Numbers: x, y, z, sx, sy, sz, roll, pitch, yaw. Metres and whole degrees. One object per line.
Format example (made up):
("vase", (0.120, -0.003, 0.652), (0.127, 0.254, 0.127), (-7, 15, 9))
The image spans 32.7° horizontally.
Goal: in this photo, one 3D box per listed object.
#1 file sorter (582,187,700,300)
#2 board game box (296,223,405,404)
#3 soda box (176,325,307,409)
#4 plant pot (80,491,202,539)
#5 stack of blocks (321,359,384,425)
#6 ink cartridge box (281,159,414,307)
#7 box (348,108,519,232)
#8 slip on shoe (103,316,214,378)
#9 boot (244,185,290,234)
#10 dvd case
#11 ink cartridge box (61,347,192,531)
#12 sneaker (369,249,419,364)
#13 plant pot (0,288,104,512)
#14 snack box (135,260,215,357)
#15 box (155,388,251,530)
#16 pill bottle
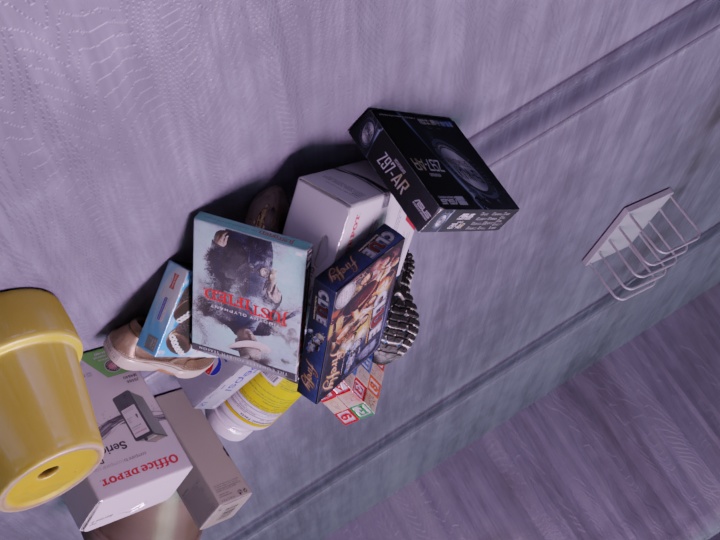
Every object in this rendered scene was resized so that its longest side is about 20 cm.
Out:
("file sorter", (0.585, -0.047, 2.546), (0.138, 0.125, 0.200), (-22, 158, -30))
("board game box", (-0.013, 0.054, 1.492), (0.135, 0.035, 0.200), (-40, 153, -38))
("soda box", (-0.174, 0.118, 1.794), (0.200, 0.068, 0.063), (-40, 159, 15))
("plant pot", (-0.332, 0.350, 1.952), (0.200, 0.200, 0.174), (-14, 135, -45))
("stack of blocks", (-0.018, 0.119, 1.869), (0.058, 0.115, 0.200), (-25, -149, 30))
("ink cartridge box", (-0.011, -0.051, 1.523), (0.200, 0.084, 0.145), (-23, 136, -57))
("box", (0.094, -0.122, 1.524), (0.044, 0.160, 0.200), (-45, 157, 28))
("slip on shoe", (-0.251, 0.093, 1.617), (0.061, 0.076, 0.200), (-46, 151, 19))
("boot", (-0.122, 0.009, 1.529), (0.200, 0.064, 0.187), (76, 30, -70))
("dvd case", (-0.133, 0.034, 1.472), (0.022, 0.146, 0.200), (-59, 162, -50))
("ink cartridge box", (-0.328, 0.209, 1.560), (0.145, 0.200, 0.084), (-16, 154, -42))
("sneaker", (0.034, 0.056, 1.830), (0.078, 0.201, 0.090), (25, 141, -27))
("plant pot", (-0.383, 0.153, 1.360), (0.200, 0.189, 0.201), (-30, 159, -13))
("snack box", (-0.197, 0.053, 1.580), (0.200, 0.037, 0.117), (8, 106, -63))
("box", (-0.253, 0.283, 1.857), (0.068, 0.200, 0.082), (-14, 153, -45))
("pill bottle", (-0.152, 0.174, 1.896), (0.200, 0.113, 0.112), (-45, 158, 29))
